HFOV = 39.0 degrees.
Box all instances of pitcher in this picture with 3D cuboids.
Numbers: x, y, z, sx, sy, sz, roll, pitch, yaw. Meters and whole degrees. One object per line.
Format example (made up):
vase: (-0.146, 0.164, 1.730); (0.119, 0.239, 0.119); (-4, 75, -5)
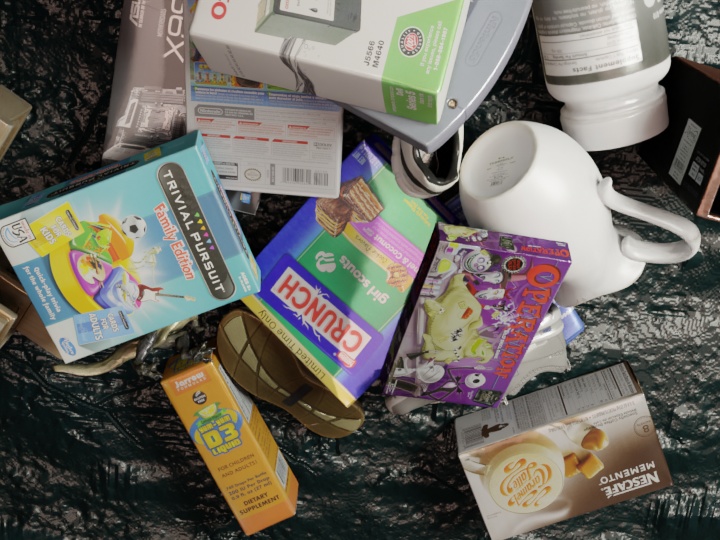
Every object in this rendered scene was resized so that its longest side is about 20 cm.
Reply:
pitcher: (0.195, -0.052, 0.914); (0.170, 0.123, 0.199); (-14, 143, 37)

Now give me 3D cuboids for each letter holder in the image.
letter holder: (0.348, -0.107, 0.895); (0.140, 0.200, 0.102); (14, 110, -4)

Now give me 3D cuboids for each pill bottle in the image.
pill bottle: (0.213, -0.219, 0.905); (0.112, 0.114, 0.203); (-13, 109, 6)

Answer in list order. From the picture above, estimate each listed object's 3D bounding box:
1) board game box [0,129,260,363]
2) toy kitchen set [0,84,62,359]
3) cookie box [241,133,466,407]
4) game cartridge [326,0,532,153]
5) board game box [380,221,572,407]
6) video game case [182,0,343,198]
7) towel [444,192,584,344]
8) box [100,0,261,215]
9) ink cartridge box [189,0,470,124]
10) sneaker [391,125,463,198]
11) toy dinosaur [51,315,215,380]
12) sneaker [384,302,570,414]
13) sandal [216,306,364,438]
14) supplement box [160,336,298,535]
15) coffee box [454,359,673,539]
board game box: (-0.210, -0.019, 0.929); (0.197, 0.047, 0.153); (-20, 116, 4)
toy kitchen set: (-0.328, -0.030, 0.964); (0.199, 0.164, 0.181); (35, 107, -11)
cookie box: (0.000, 0.000, 0.994); (0.171, 0.075, 0.200); (44, 105, 0)
game cartridge: (0.064, -0.205, 0.842); (0.132, 0.040, 0.202); (29, 86, 13)
board game box: (0.097, 0.046, 0.907); (0.118, 0.033, 0.202); (5, 134, -13)
video game case: (-0.084, -0.164, 0.896); (0.141, 0.018, 0.203); (5, 118, 3)
towel: (0.121, 0.030, 1.045); (0.144, 0.024, 0.200); (-37, 104, 13)
box: (-0.154, -0.170, 0.967); (0.155, 0.050, 0.203); (13, 109, -4)
ink cartridge box: (-0.017, -0.214, 0.790); (0.197, 0.084, 0.148); (14, 84, 6)
sneaker: (0.064, -0.163, 0.887); (0.073, 0.080, 0.203); (-7, 99, -11)
toy dinosaur: (-0.200, 0.069, 1.006); (0.199, 0.088, 0.048); (-33, 135, -17)
sneaker: (0.120, 0.108, 1.021); (0.198, 0.075, 0.083); (-23, 103, 7)
sandal: (-0.072, 0.103, 1.065); (0.080, 0.054, 0.200); (-35, 120, 27)
supplement box: (-0.137, 0.177, 1.084); (0.066, 0.069, 0.202); (-24, 105, 8)
coffee box: (0.210, 0.190, 1.070); (0.197, 0.080, 0.116); (-19, 108, 9)
